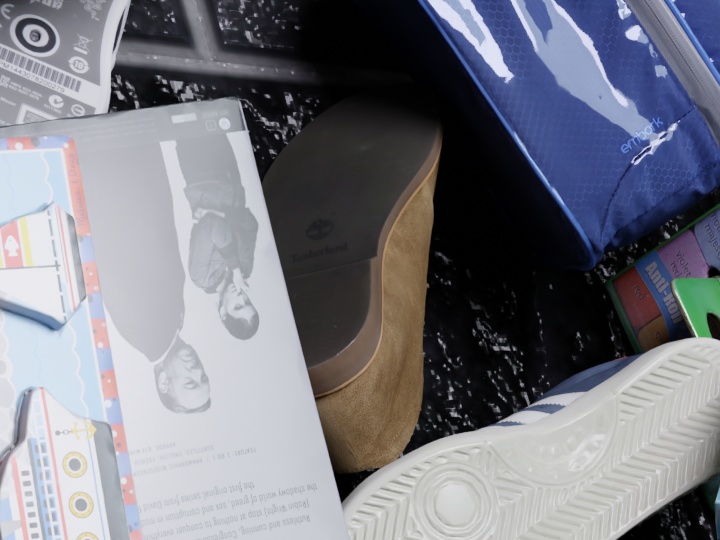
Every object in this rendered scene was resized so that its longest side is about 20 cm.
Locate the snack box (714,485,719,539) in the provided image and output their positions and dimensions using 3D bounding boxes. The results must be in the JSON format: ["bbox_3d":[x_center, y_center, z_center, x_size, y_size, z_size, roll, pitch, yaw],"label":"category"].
[{"bbox_3d":[0.179,0.125,1.007,0.117,0.037,0.201,-65,152,-44],"label":"snack box"}]

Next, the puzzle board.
[{"bbox_3d":[-0.148,0.053,0.822,0.150,0.017,0.201,-4,76,-27],"label":"puzzle board"}]

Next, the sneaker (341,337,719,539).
[{"bbox_3d":[0.066,0.092,1.002,0.199,0.084,0.075,-21,86,-22],"label":"sneaker"}]

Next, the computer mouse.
[{"bbox_3d":[-0.128,-0.104,0.972,0.109,0.044,0.201,24,49,-13],"label":"computer mouse"}]

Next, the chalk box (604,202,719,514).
[{"bbox_3d":[0.205,0.026,1.122,0.199,0.124,0.125,-9,70,-43],"label":"chalk box"}]

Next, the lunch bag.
[{"bbox_3d":[0.087,-0.114,1.061,0.132,0.136,0.201,-36,97,-6],"label":"lunch bag"}]

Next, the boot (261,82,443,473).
[{"bbox_3d":[0.000,0.000,1.017,0.201,0.073,0.076,-75,148,-47],"label":"boot"}]

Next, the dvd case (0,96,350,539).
[{"bbox_3d":[-0.088,0.043,0.878,0.149,0.025,0.201,-9,79,-29],"label":"dvd case"}]
